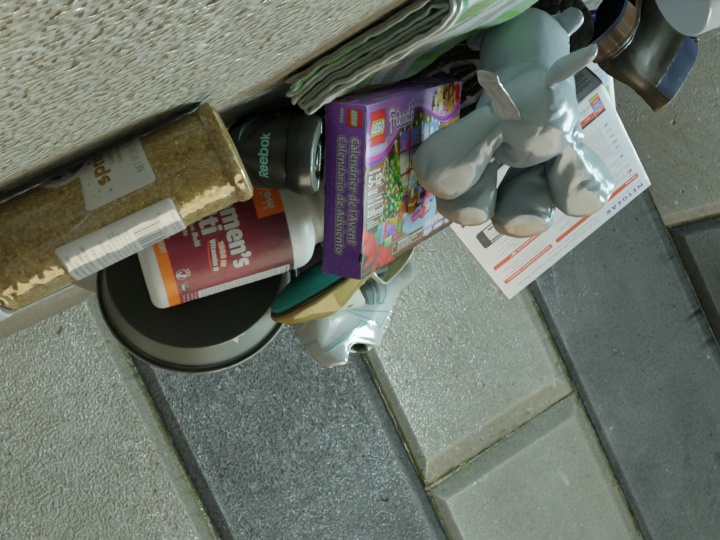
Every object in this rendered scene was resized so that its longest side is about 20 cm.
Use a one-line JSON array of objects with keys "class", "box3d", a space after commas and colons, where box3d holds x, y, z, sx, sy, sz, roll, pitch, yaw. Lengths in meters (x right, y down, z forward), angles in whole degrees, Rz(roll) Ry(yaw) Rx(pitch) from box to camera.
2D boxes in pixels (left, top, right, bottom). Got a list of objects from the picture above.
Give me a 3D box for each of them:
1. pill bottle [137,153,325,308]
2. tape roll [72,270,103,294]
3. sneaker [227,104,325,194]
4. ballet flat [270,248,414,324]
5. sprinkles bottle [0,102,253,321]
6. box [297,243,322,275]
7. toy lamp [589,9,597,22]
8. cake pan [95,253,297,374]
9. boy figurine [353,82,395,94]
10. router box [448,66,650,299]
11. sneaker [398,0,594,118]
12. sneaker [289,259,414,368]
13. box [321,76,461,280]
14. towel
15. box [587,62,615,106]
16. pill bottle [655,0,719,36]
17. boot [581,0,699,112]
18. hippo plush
[{"class": "pill bottle", "box3d": [-0.108, -0.043, 0.883, 0.198, 0.111, 0.110, -17, -178, -12]}, {"class": "tape roll", "box3d": [-0.222, 0.009, 1.053, 0.201, 0.037, 0.203, 14, -176, -1]}, {"class": "sneaker", "box3d": [-0.067, -0.105, 0.769, 0.078, 0.076, 0.200, 2, -170, 0]}, {"class": "ballet flat", "box3d": [0.000, 0.000, 0.933, 0.200, 0.063, 0.068, -42, -154, -20]}, {"class": "sprinkles bottle", "box3d": [-0.169, -0.034, 0.603, 0.199, 0.069, 0.068, -26, -177, -6]}, {"class": "box", "box3d": [-0.049, -0.071, 1.107, 0.199, 0.165, 0.166, -27, -176, -30]}, {"class": "toy lamp", "box3d": [0.221, -0.272, 1.220, 0.199, 0.059, 0.058, -22, -175, 32]}, {"class": "cake pan", "box3d": [-0.161, 0.000, 0.940, 0.199, 0.201, 0.037, -26, 161, -16]}, {"class": "boy figurine", "box3d": [0.014, -0.121, 0.944, 0.123, 0.065, 0.200, 4, 163, 7]}, {"class": "router box", "box3d": [0.184, -0.086, 0.986, 0.200, 0.049, 0.180, -39, 137, 5]}, {"class": "sneaker", "box3d": [0.131, -0.203, 0.927, 0.199, 0.077, 0.089, -22, -167, 21]}, {"class": "sneaker", "box3d": [-0.001, 0.044, 1.027, 0.070, 0.081, 0.200, -29, 180, 41]}, {"class": "box", "box3d": [0.031, -0.086, 0.814, 0.039, 0.138, 0.200, 10, -160, 25]}, {"class": "towel", "box3d": [0.050, -0.169, 0.708, 0.148, 0.031, 0.200, -23, -175, 33]}, {"class": "box", "box3d": [0.158, -0.170, 1.006, 0.199, 0.113, 0.102, -30, -132, -5]}, {"class": "pill bottle", "box3d": [0.348, -0.273, 0.800, 0.199, 0.113, 0.112, -26, -177, -7]}, {"class": "boot", "box3d": [0.284, -0.237, 0.940, 0.075, 0.097, 0.200, -31, -162, 51]}, {"class": "hippo plush", "box3d": [0.120, -0.141, 0.806, 0.158, 0.201, 0.162, -11, -130, 13]}]
